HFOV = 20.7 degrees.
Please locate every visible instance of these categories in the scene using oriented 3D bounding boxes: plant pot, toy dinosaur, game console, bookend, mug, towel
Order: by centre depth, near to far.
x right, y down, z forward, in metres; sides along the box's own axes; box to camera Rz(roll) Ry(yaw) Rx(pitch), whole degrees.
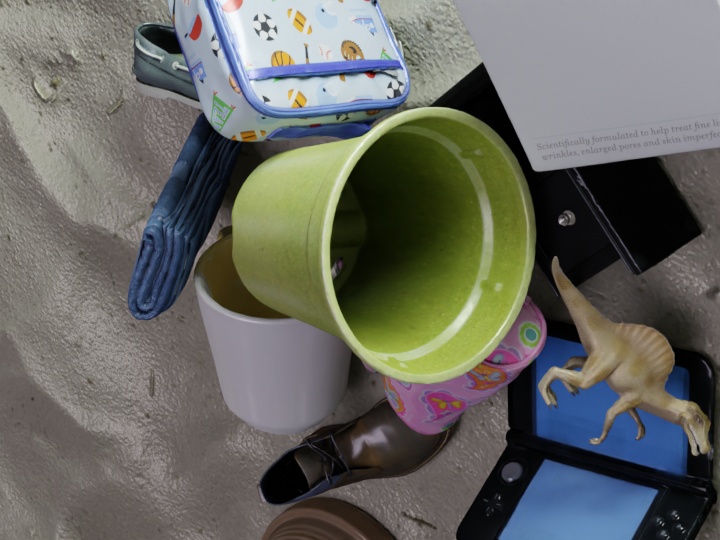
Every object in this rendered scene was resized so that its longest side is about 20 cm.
[{"bbox_3d":[0.001,-0.024,1.509,0.184,0.199,0.202,7,115,54],"label":"plant pot"},{"bbox_3d":[0.190,0.070,1.532,0.101,0.058,0.200,-36,103,30],"label":"toy dinosaur"},{"bbox_3d":[0.128,-0.058,1.558,0.200,0.092,0.200,-35,85,46],"label":"bookend"},{"bbox_3d":[0.178,0.152,1.601,0.199,0.176,0.117,12,146,38],"label":"game console"},{"bbox_3d":[-0.154,-0.048,1.751,0.048,0.201,0.112,19,127,-2],"label":"towel"},{"bbox_3d":[-0.068,0.051,1.780,0.148,0.187,0.154,2,125,6],"label":"mug"},{"bbox_3d":[-0.039,0.328,1.889,0.200,0.092,0.202,20,123,34],"label":"plant pot"}]

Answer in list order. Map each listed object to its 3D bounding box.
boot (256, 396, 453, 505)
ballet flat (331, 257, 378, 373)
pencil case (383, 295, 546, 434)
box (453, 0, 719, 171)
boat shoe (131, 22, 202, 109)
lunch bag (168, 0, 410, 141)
[{"bbox_3d":[-0.006,0.170,1.781,0.199,0.097,0.075,-26,92,46],"label":"boot"},{"bbox_3d":[0.000,0.000,1.661,0.071,0.069,0.201,123,145,-43],"label":"ballet flat"},{"bbox_3d":[0.082,0.070,1.624,0.088,0.087,0.200,55,156,7],"label":"pencil case"},{"bbox_3d":[0.186,-0.193,1.366,0.198,0.131,0.201,-5,125,37],"label":"box"},{"bbox_3d":[-0.133,-0.184,1.747,0.199,0.073,0.062,12,121,43],"label":"boat shoe"},{"bbox_3d":[-0.051,-0.179,1.589,0.075,0.199,0.161,-34,73,43],"label":"lunch bag"}]
